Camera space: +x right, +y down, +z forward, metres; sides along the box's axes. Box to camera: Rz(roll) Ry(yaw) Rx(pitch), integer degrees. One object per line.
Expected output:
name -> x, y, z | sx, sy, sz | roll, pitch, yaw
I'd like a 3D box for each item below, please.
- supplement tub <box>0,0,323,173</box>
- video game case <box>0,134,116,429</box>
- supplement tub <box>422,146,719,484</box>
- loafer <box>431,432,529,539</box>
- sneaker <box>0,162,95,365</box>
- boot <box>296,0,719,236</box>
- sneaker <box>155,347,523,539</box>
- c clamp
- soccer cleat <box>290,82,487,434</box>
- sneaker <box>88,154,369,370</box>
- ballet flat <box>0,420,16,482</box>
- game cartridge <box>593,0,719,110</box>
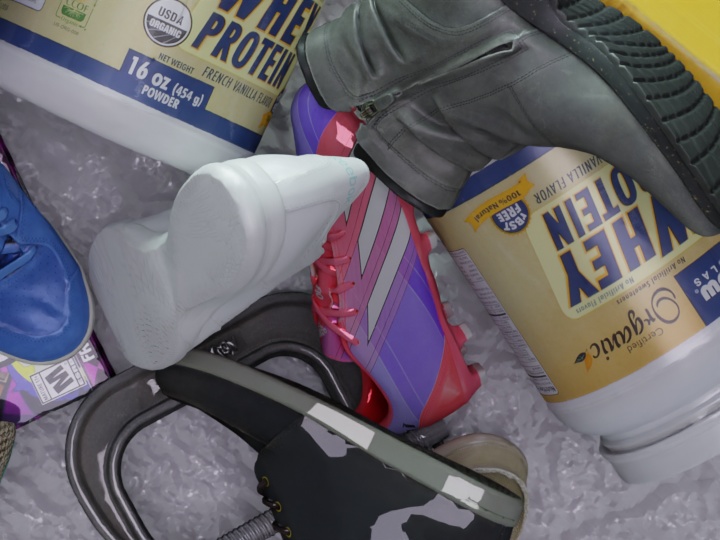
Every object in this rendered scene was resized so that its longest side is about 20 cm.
supplement tub -> -0.085, -0.159, 0.971 | 0.144, 0.144, 0.200 | 24, 92, -5
video game case -> -0.250, 0.006, 1.033 | 0.181, 0.036, 0.200 | -24, 95, -2
supplement tub -> 0.130, -0.008, 1.003 | 0.144, 0.144, 0.200 | -34, 95, -1
loafer -> 0.031, 0.177, 1.029 | 0.076, 0.068, 0.200 | 24, 103, -31
sneaker -> -0.202, -0.034, 0.961 | 0.077, 0.111, 0.200 | -34, 96, -4
boot -> 0.073, -0.067, 0.903 | 0.200, 0.068, 0.131 | 48, 119, 6
sneaker -> -0.031, 0.115, 0.979 | 0.200, 0.075, 0.106 | 26, 89, 18
c clamp -> -0.045, 0.104, 1.041 | 0.200, 0.027, 0.171 | -22, 92, -16
soccer cleat -> 0.000, 0.000, 0.993 | 0.076, 0.067, 0.200 | -29, 122, -8
sneaker -> -0.061, -0.008, 0.949 | 0.088, 0.200, 0.075 | -21, 87, -32
ballet flat -> -0.261, 0.049, 0.992 | 0.200, 0.068, 0.075 | 31, 70, -10
game cartridge -> 0.180, -0.110, 0.989 | 0.200, 0.176, 0.032 | 38, 118, -5
